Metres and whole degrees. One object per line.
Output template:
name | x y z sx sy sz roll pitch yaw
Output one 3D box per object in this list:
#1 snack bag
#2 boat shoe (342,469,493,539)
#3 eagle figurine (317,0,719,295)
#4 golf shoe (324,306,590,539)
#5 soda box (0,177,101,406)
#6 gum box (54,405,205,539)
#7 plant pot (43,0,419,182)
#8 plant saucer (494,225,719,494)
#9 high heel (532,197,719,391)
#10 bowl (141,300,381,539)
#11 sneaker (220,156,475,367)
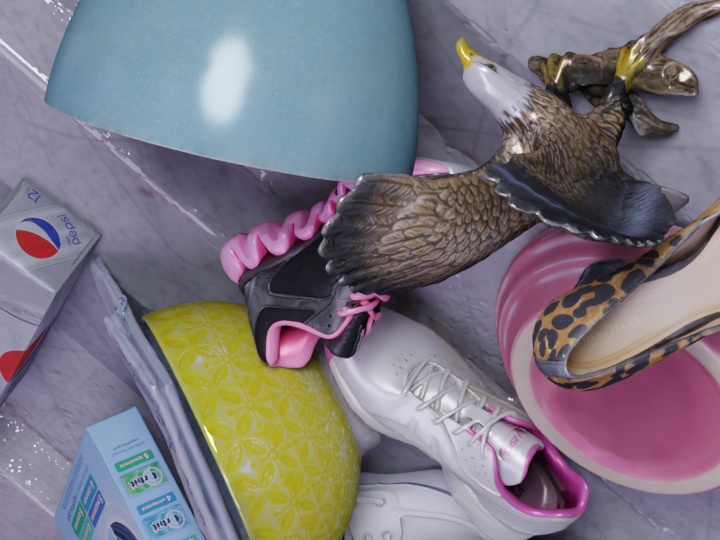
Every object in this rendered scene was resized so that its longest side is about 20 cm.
snack bag | -0.128 0.100 1.434 0.200 0.021 0.190 52 165 56
boat shoe | 0.013 0.178 1.473 0.199 0.065 0.074 -1 129 34
eagle figurine | 0.087 -0.050 1.094 0.150 0.200 0.152 26 139 8
golf shoe | 0.064 0.089 1.333 0.200 0.076 0.091 42 159 -18
soda box | -0.247 0.027 1.503 0.068 0.064 0.200 35 140 -2
gum box | -0.148 0.222 1.554 0.201 0.044 0.170 60 153 17
plant pot | -0.056 -0.135 1.142 0.199 0.200 0.136 16 100 21
plant saucer | 0.165 0.060 1.267 0.199 0.051 0.201 19 138 17
high heel | 0.185 0.006 1.106 0.199 0.143 0.072 -21 101 24
bowl | -0.051 0.097 1.387 0.201 0.107 0.200 62 171 17
sneaker | 0.000 0.000 1.264 0.079 0.096 0.199 9 154 -40
